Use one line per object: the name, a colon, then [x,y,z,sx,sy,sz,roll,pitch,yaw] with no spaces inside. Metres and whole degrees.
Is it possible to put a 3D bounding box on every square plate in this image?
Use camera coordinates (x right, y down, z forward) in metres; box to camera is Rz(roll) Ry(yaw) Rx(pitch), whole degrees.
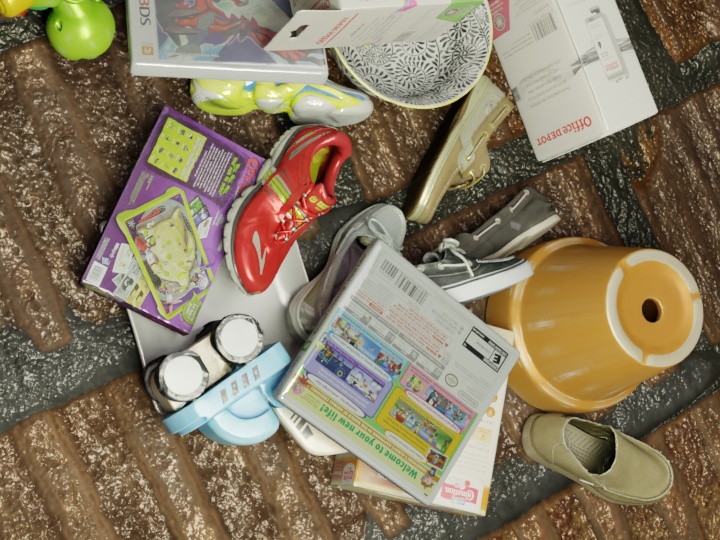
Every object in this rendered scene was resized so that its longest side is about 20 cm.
square plate: [-0.147,0.024,1.267,0.198,0.028,0.200,-17,88,-26]

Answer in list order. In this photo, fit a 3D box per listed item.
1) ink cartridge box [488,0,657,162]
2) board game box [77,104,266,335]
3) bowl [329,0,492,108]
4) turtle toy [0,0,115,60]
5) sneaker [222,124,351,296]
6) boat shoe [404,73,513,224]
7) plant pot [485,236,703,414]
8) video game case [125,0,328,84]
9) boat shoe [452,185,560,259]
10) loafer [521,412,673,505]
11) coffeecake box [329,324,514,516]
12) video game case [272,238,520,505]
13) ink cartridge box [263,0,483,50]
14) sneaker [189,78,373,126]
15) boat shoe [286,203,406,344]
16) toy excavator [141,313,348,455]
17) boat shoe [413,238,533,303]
ink cartridge box: [0.234,-0.241,1.415,0.083,0.146,0.200,-22,91,-25]
board game box: [-0.185,-0.050,1.233,0.120,0.032,0.200,27,71,-14]
bowl: [0.036,-0.262,1.361,0.200,0.094,0.201,4,80,-22]
turtle toy: [-0.312,-0.296,1.209,0.146,0.101,0.200,-39,98,-24]
sneaker: [-0.070,-0.066,1.244,0.077,0.085,0.200,45,60,-45]
boat shoe: [0.114,-0.129,1.384,0.066,0.074,0.200,32,70,-10]
plant pot: [0.267,0.052,1.359,0.200,0.183,0.201,4,79,-23]
video game case: [-0.141,-0.272,1.277,0.200,0.023,0.183,0,59,-17]
boat shoe: [0.135,-0.032,1.385,0.200,0.067,0.057,-30,77,-26]
loafer: [0.276,0.215,1.399,0.200,0.067,0.076,20,74,-19]
coffeecake box: [0.067,0.146,1.314,0.153,0.073,0.200,16,75,-19]
video game case: [0.039,0.100,1.203,0.200,0.022,0.182,38,76,-22]
ink cartridge box: [0.005,-0.272,1.232,0.200,0.117,0.067,-9,84,-25]
sneaker: [-0.080,-0.213,1.312,0.200,0.076,0.105,5,79,-22]
boat shoe: [-0.001,-0.001,1.300,0.074,0.065,0.202,53,50,-15]
toy excavator: [-0.085,0.131,1.201,0.194,0.100,0.200,-34,95,-21]
boat shoe: [0.089,0.003,1.281,0.199,0.074,0.068,-15,85,-24]
